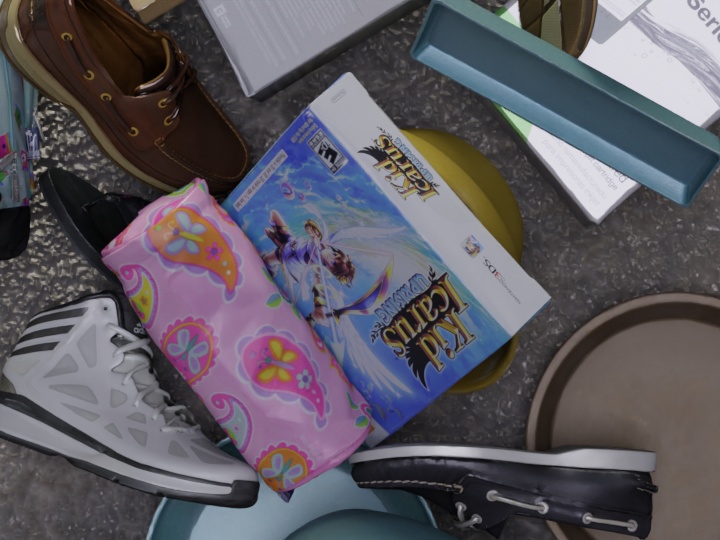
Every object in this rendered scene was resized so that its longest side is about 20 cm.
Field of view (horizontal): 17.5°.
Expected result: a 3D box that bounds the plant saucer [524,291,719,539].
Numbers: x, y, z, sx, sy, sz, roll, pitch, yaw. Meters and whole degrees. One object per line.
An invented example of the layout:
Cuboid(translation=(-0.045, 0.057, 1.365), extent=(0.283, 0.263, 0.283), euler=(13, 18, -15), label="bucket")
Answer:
Cuboid(translation=(0.206, 0.114, 1.530), extent=(0.198, 0.029, 0.202), euler=(0, 91, 0), label="plant saucer")

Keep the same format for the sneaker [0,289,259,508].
Cuboid(translation=(-0.143, 0.076, 1.491), extent=(0.199, 0.076, 0.116), euler=(18, 87, 23), label="sneaker")

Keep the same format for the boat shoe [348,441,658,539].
Cuboid(translation=(0.090, 0.140, 1.486), extent=(0.198, 0.074, 0.061), euler=(2, 87, -8), label="boat shoe")

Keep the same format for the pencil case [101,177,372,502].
Cuboid(translation=(-0.074, 0.043, 1.449), extent=(0.087, 0.087, 0.200), euler=(-37, 99, 1), label="pencil case")

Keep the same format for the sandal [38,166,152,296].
Cuboid(translation=(-0.124, -0.002, 1.510), extent=(0.048, 0.075, 0.200), euler=(-42, 99, 17), label="sandal")

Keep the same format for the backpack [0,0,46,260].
Cuboid(translation=(-0.278, -0.107, 1.476), extent=(0.166, 0.126, 0.202), euler=(0, 89, 21), label="backpack")

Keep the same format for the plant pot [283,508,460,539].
Cuboid(translation=(0.004, 0.227, 1.435), extent=(0.200, 0.200, 0.135), euler=(-38, 54, 1), label="plant pot")

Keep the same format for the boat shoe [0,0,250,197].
Cuboid(translation=(-0.137, -0.113, 1.469), extent=(0.200, 0.067, 0.072), euler=(40, 52, -33), label="boat shoe")

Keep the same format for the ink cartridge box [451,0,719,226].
Cuboid(translation=(0.177, -0.147, 1.498), extent=(0.200, 0.084, 0.146), euler=(-41, 89, 1), label="ink cartridge box")

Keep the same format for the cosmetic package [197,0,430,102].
Cuboid(translation=(-0.003, -0.193, 1.490), extent=(0.199, 0.107, 0.091), euler=(-28, 91, 3), label="cosmetic package")

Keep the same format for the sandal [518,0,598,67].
Cuboid(translation=(0.138, -0.225, 1.431), extent=(0.054, 0.080, 0.202), euler=(7, 83, -24), label="sandal")

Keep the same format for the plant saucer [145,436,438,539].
Cuboid(translation=(-0.043, 0.199, 1.531), extent=(0.198, 0.036, 0.202), euler=(0, 91, 1), label="plant saucer")

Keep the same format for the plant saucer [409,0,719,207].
Cuboid(translation=(0.127, -0.106, 1.428), extent=(0.199, 0.070, 0.019), euler=(30, 62, 2), label="plant saucer")

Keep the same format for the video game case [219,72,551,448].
Cuboid(translation=(0.000, 0.000, 1.440), extent=(0.181, 0.200, 0.045), euler=(47, 55, 1), label="video game case")

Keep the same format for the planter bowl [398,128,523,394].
Cuboid(translation=(0.042, -0.027, 1.481), extent=(0.201, 0.200, 0.083), euler=(49, 55, 0), label="planter bowl")

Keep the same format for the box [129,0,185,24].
Cuboid(translation=(-0.078, -0.256, 1.480), extent=(0.199, 0.021, 0.164), euler=(-30, 46, 1), label="box")
